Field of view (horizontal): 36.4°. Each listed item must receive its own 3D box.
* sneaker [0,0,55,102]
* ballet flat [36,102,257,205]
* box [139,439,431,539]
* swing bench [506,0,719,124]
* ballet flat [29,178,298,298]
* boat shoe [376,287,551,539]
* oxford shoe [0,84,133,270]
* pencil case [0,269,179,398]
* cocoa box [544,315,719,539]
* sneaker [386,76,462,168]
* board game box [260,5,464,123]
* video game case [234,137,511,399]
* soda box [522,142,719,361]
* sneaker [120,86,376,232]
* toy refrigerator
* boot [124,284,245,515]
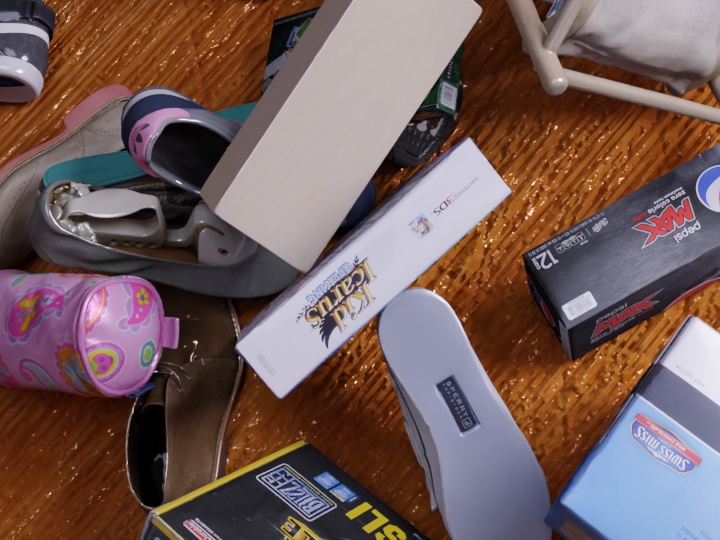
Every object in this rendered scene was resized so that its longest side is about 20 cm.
[{"bbox_3d":[-0.361,-0.211,0.966,0.197,0.073,0.113,6,67,8],"label":"sneaker"},{"bbox_3d":[-0.146,-0.069,0.844,0.197,0.076,0.068,-19,45,-8],"label":"ballet flat"},{"bbox_3d":[-0.014,0.197,0.661,0.199,0.159,0.050,35,113,24],"label":"box"},{"bbox_3d":[0.173,-0.206,0.727,0.131,0.197,0.201,-62,40,29],"label":"swing bench"},{"bbox_3d":[-0.134,-0.024,0.782,0.197,0.064,0.068,8,50,-16],"label":"ballet flat"},{"bbox_3d":[0.061,0.106,0.726,0.074,0.086,0.204,-27,93,-3],"label":"boat shoe"},{"bbox_3d":[-0.236,-0.058,0.869,0.075,0.071,0.200,39,82,22],"label":"oxford shoe"},{"bbox_3d":[-0.222,0.043,0.784,0.198,0.087,0.089,0,66,39],"label":"pencil case"},{"bbox_3d":[0.221,0.149,0.617,0.199,0.134,0.132,37,80,15],"label":"cocoa box"},{"bbox_3d":[0.026,-0.169,0.860,0.088,0.076,0.203,-16,63,42],"label":"sneaker"},{"bbox_3d":[-0.003,-0.153,0.812,0.198,0.023,0.106,-2,74,46],"label":"board game box"},{"bbox_3d":[0.000,0.000,0.716,0.181,0.200,0.046,-43,93,-4],"label":"video game case"},{"bbox_3d":[0.210,-0.022,0.736,0.198,0.071,0.064,-29,63,2],"label":"soda box"},{"bbox_3d":[-0.075,-0.064,0.776,0.197,0.082,0.071,16,109,-19],"label":"sneaker"},{"bbox_3d":[-0.016,-0.108,0.705,0.201,0.075,0.070,-57,23,3],"label":"toy refrigerator"},{"bbox_3d":[-0.128,0.079,0.783,0.072,0.076,0.203,-6,66,14],"label":"boot"}]
